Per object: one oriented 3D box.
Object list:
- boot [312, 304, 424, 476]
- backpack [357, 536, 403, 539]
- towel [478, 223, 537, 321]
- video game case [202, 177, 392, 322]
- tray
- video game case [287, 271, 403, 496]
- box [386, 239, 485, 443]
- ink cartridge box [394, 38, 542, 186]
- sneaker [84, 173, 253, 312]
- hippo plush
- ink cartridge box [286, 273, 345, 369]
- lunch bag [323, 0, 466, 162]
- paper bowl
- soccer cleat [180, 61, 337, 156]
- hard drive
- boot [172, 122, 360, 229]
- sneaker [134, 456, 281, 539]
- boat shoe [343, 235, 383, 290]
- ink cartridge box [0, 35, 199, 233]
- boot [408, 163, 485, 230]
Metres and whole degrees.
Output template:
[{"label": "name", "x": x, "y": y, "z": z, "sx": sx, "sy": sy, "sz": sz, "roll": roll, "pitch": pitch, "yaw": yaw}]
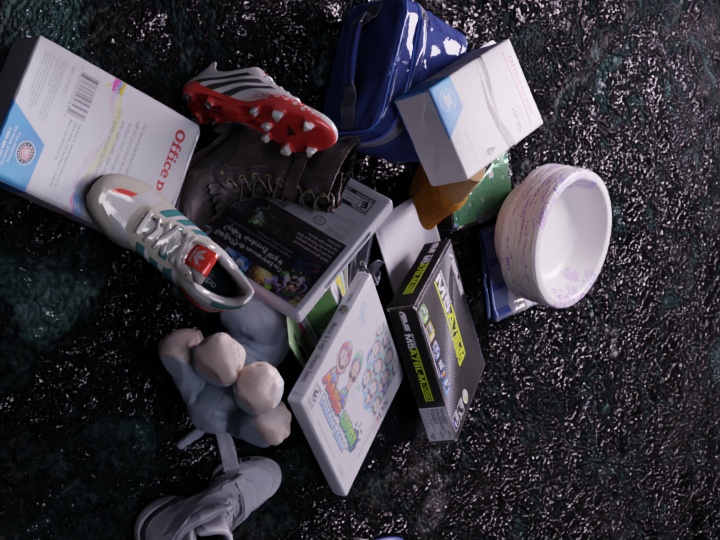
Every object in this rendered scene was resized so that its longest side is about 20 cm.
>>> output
[{"label": "boot", "x": 0.004, "y": 0.166, "z": 1.300, "sx": 0.167, "sy": 0.076, "sz": 0.204, "roll": -25, "pitch": 115, "yaw": -39}, {"label": "backpack", "x": 0.018, "y": 0.441, "z": 1.293, "sx": 0.188, "sy": 0.153, "sz": 0.204, "roll": -3, "pitch": 102, "yaw": -31}, {"label": "towel", "x": 0.261, "y": -0.013, "z": 1.532, "sx": 0.198, "sy": 0.024, "sz": 0.150, "roll": -16, "pitch": 104, "yaw": -37}, {"label": "video game case", "x": -0.092, "y": -0.056, "z": 1.137, "sx": 0.182, "sy": 0.198, "sz": 0.024, "roll": -50, "pitch": 156, "yaw": -24}, {"label": "tray", "x": 0.076, "y": 0.002, "z": 1.380, "sx": 0.107, "sy": 0.022, "sz": 0.203, "roll": -31, "pitch": 113, "yaw": -34}, {"label": "video game case", "x": -0.010, "y": 0.135, "z": 1.160, "sx": 0.183, "sy": 0.023, "sz": 0.202, "roll": -60, "pitch": 148, "yaw": -32}, {"label": "box", "x": 0.106, "y": 0.091, "z": 1.316, "sx": 0.193, "sy": 0.047, "sz": 0.203, "roll": -51, "pitch": 128, "yaw": -57}, {"label": "ink cartridge box", "x": 0.146, "y": -0.201, "z": 1.206, "sx": 0.199, "sy": 0.067, "sz": 0.117, "roll": -37, "pitch": 109, "yaw": -34}, {"label": "sneaker", "x": -0.184, "y": -0.028, "z": 1.001, "sx": 0.200, "sy": 0.093, "sz": 0.071, "roll": 45, "pitch": 69, "yaw": -27}, {"label": "hippo plush", "x": -0.118, "y": 0.108, "z": 1.123, "sx": 0.161, "sy": 0.157, "sz": 0.202, "roll": -52, "pitch": 150, "yaw": -40}, {"label": "ink cartridge box", "x": -0.053, "y": 0.018, "z": 1.162, "sx": 0.104, "sy": 0.058, "sz": 0.203, "roll": 68, "pitch": 11, "yaw": -55}, {"label": "lunch bag", "x": 0.038, "y": -0.248, "z": 1.250, "sx": 0.131, "sy": 0.135, "sz": 0.204, "roll": 17, "pitch": 80, "yaw": -40}, {"label": "paper bowl", "x": 0.272, "y": -0.053, "z": 1.446, "sx": 0.199, "sy": 0.103, "sz": 0.205, "roll": -15, "pitch": 112, "yaw": -43}, {"label": "soccer cleat", "x": -0.108, "y": -0.187, "z": 1.111, "sx": 0.086, "sy": 0.197, "sz": 0.069, "roll": -59, "pitch": 154, "yaw": -34}, {"label": "hard drive", "x": 0.155, "y": -0.170, "z": 1.420, "sx": 0.138, "sy": 0.038, "sz": 0.204, "roll": -20, "pitch": 106, "yaw": -37}, {"label": "boot", "x": -0.103, "y": -0.096, "z": 1.108, "sx": 0.070, "sy": 0.171, "sz": 0.202, "roll": 83, "pitch": 29, "yaw": -54}, {"label": "sneaker", "x": -0.154, "y": 0.284, "z": 1.156, "sx": 0.198, "sy": 0.114, "sz": 0.077, "roll": -20, "pitch": 107, "yaw": -37}, {"label": "boat shoe", "x": 0.000, "y": 0.000, "z": 1.279, "sx": 0.061, "sy": 0.075, "sz": 0.204, "roll": 2, "pitch": 90, "yaw": -2}, {"label": "ink cartridge box", "x": -0.284, "y": -0.127, "z": 1.029, "sx": 0.198, "sy": 0.084, "sz": 0.147, "roll": 27, "pitch": 78, "yaw": -37}, {"label": "boot", "x": 0.111, "y": -0.168, "z": 1.320, "sx": 0.070, "sy": 0.144, "sz": 0.205, "roll": 13, "pitch": 64, "yaw": -22}]
